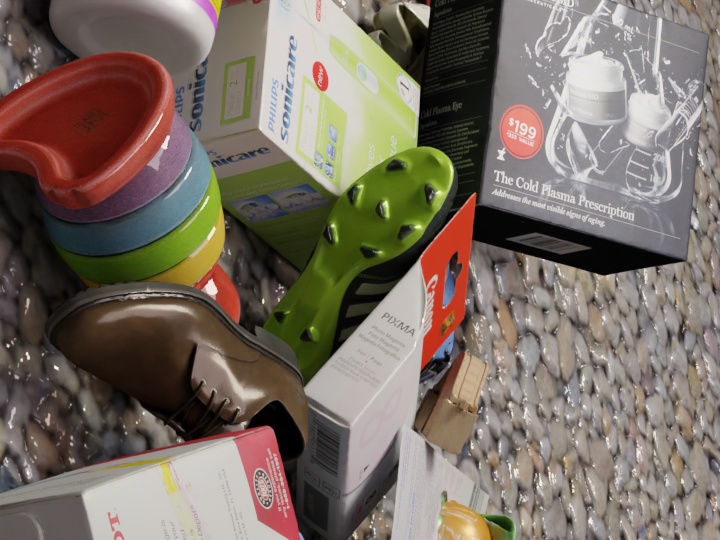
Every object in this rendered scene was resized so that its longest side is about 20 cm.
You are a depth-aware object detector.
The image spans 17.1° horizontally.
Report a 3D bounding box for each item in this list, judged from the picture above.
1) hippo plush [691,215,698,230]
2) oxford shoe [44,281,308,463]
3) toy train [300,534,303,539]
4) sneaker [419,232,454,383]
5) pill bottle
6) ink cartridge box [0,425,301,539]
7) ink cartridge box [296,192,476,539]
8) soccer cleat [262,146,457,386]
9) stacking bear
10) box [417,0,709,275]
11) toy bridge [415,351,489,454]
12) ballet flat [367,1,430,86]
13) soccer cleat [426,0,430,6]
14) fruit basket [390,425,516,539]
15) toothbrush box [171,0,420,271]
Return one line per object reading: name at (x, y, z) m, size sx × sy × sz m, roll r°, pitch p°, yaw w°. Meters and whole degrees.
hippo plush at (0.136, -0.083, 1.947) m, size 0.160 × 0.159 × 0.201 m, roll -28°, pitch 97°, yaw -26°
oxford shoe at (-0.098, 0.063, 1.398) m, size 0.200 × 0.073 × 0.085 m, roll 23°, pitch 34°, yaw -41°
toy train at (-0.057, 0.246, 1.452) m, size 0.087 × 0.114 × 0.200 m, roll 63°, pitch 31°, yaw -30°
sneaker at (0.032, 0.049, 1.737) m, size 0.089 × 0.078 × 0.200 m, roll 65°, pitch 30°, yaw -17°
pill bottle at (-0.128, -0.231, 1.507) m, size 0.104 × 0.104 × 0.201 m, roll 39°, pitch 53°, yaw -49°
ink cartridge box at (-0.136, 0.181, 1.299) m, size 0.200 × 0.144 × 0.146 m, roll -12°, pitch 89°, yaw -62°
ink cartridge box at (0.032, 0.068, 1.602) m, size 0.200 × 0.057 × 0.163 m, roll -44°, pitch 157°, yaw -26°
soccer cleat at (0.000, 0.000, 1.614) m, size 0.067 × 0.200 × 0.081 m, roll 42°, pitch 12°, yaw 21°
stacking bear at (-0.132, -0.020, 1.433) m, size 0.114 × 0.121 × 0.200 m, roll -42°, pitch 134°, yaw -23°
box at (0.149, -0.109, 1.798) m, size 0.199 × 0.104 × 0.183 m, roll 13°, pitch 76°, yaw -31°
toy bridge at (0.067, 0.092, 1.705) m, size 0.067 × 0.027 × 0.200 m, roll -63°, pitch -179°, yaw -2°
ballet flat at (0.032, -0.166, 1.841) m, size 0.067 × 0.068 × 0.200 m, roll 56°, pitch 32°, yaw -24°
soccer cleat at (0.076, -0.253, 1.960) m, size 0.076 × 0.066 × 0.201 m, roll -39°, pitch 116°, yaw -54°
fruit basket at (0.043, 0.220, 1.639) m, size 0.200 × 0.093 × 0.186 m, roll 38°, pitch 55°, yaw -59°
toothbrush box at (-0.044, -0.104, 1.651) m, size 0.200 × 0.086 × 0.146 m, roll 39°, pitch 47°, yaw -47°
